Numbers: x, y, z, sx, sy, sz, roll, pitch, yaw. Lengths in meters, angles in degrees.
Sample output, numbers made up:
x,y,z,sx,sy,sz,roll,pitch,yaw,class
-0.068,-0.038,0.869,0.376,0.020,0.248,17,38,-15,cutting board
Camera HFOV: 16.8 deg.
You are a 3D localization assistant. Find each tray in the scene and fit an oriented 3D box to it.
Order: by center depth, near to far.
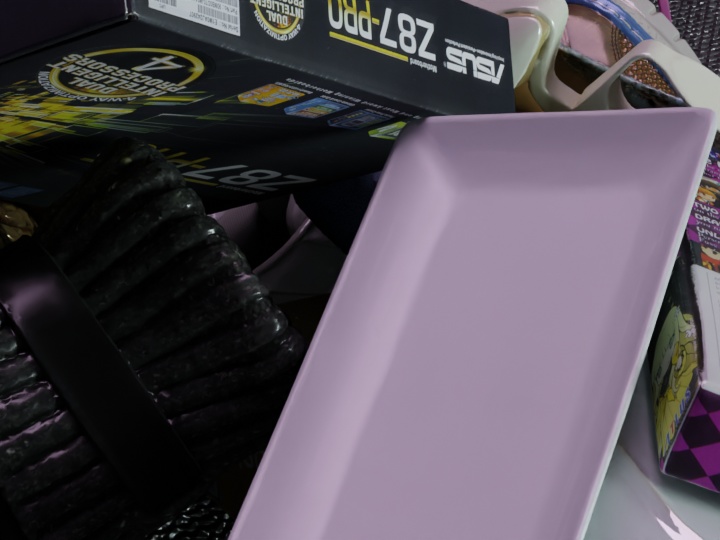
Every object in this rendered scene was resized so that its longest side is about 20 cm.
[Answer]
x,y,z,sx,sy,sz,roll,pitch,yaw,class
0.031,0.034,0.689,0.107,0.022,0.201,1,50,29,tray

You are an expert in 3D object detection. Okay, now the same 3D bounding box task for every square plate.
x,y,z,sx,sy,sz,roll,pitch,yaw,class
0.123,0.057,0.732,0.199,0.029,0.198,6,30,-31,square plate

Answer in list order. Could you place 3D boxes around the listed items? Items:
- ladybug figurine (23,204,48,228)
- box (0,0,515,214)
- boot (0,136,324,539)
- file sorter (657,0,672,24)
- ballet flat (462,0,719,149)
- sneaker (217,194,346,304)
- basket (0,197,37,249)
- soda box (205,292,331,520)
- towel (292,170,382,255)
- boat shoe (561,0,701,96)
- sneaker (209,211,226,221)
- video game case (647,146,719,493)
x,y,z,sx,sy,sz,roll,pitch,yaw,class
-0.173,-0.023,0.932,0.199,0.136,0.072,-16,53,15,ladybug figurine
-0.069,-0.062,0.771,0.161,0.049,0.200,-11,-13,33,box
-0.127,0.008,0.734,0.158,0.211,0.079,-44,11,3,boot
0.174,-0.114,1.069,0.199,0.126,0.139,-8,-4,2,file sorter
0.076,-0.062,0.855,0.199,0.074,0.074,25,26,4,ballet flat
0.000,0.000,0.926,0.199,0.100,0.078,-13,24,-25,sneaker
-0.212,0.014,0.861,0.199,0.143,0.149,-4,22,-3,basket
0.013,0.071,0.795,0.067,0.064,0.200,-12,24,-26,soda box
0.072,0.015,0.857,0.111,0.049,0.200,-21,56,-41,towel
0.127,-0.021,0.929,0.072,0.072,0.200,-32,69,-34,boat shoe
-0.085,-0.007,1.009,0.199,0.081,0.075,-14,56,17,sneaker
0.182,0.037,0.744,0.199,0.036,0.181,20,26,-7,video game case
